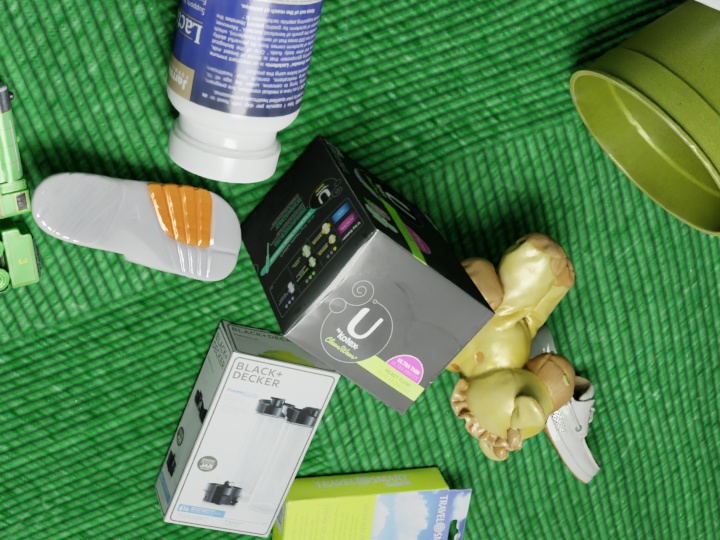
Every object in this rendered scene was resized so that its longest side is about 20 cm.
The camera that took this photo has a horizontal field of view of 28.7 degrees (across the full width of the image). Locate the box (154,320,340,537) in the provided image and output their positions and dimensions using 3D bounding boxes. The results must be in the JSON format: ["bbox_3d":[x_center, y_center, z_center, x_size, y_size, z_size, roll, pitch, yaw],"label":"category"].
[{"bbox_3d":[-0.113,0.157,1.376,0.117,0.060,0.200,15,112,-24],"label":"box"}]

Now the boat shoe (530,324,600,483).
[{"bbox_3d":[0.214,0.140,1.464,0.069,0.071,0.200,-31,121,3],"label":"boat shoe"}]

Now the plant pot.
[{"bbox_3d":[0.328,-0.169,1.278,0.193,0.200,0.200,-43,122,-6],"label":"plant pot"}]

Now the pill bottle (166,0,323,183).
[{"bbox_3d":[-0.097,-0.182,1.163,0.116,0.116,0.200,4,116,-20],"label":"pill bottle"}]

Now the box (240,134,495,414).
[{"bbox_3d":[0.000,0.000,1.243,0.149,0.200,0.124,34,103,-30],"label":"box"}]

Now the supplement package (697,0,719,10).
[{"bbox_3d":[0.290,-0.344,1.197,0.117,0.117,0.200,16,113,-24],"label":"supplement package"}]

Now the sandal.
[{"bbox_3d":[-0.199,-0.047,1.237,0.207,0.059,0.079,16,87,-36],"label":"sandal"}]

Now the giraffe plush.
[{"bbox_3d":[0.134,0.084,1.321,0.200,0.162,0.173,-29,161,5],"label":"giraffe plush"}]

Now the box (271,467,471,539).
[{"bbox_3d":[0.009,0.272,1.485,0.200,0.048,0.122,-2,119,-17],"label":"box"}]

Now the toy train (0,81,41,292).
[{"bbox_3d":[-0.311,-0.072,1.202,0.056,0.042,0.200,-15,122,-21],"label":"toy train"}]
